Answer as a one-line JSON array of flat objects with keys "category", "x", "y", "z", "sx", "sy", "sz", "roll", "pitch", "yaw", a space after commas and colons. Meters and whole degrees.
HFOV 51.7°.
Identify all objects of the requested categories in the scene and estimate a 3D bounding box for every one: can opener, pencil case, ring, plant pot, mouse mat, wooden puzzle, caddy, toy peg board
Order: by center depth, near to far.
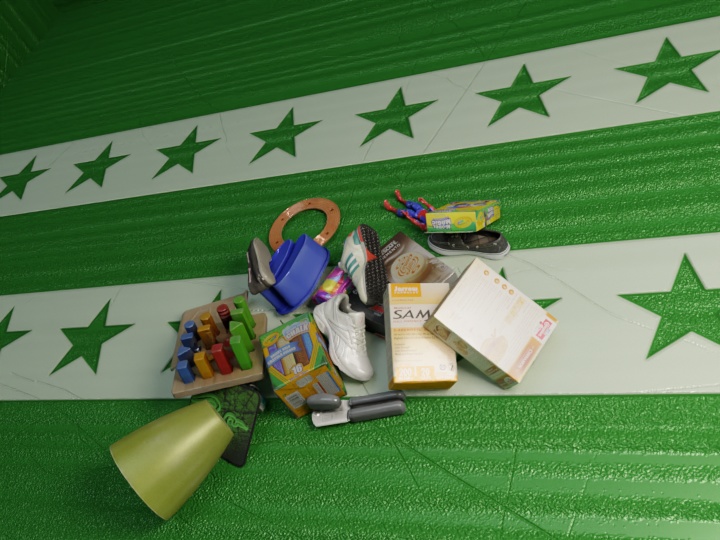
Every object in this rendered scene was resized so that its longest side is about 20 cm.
[{"category": "can opener", "x": -0.009, "y": 0.271, "z": 1.477, "sx": 0.200, "sy": 0.066, "sz": 0.053, "roll": -9, "pitch": 48, "yaw": 13}, {"category": "plant pot", "x": -0.361, "y": 0.359, "z": 1.490, "sx": 0.200, "sy": 0.187, "sz": 0.187, "roll": -39, "pitch": 44, "yaw": -13}, {"category": "mouse mat", "x": -0.296, "y": 0.307, "z": 1.568, "sx": 0.200, "sy": 0.008, "sz": 0.161, "roll": 14, "pitch": 91, "yaw": 37}, {"category": "toy peg board", "x": -0.312, "y": 0.152, "z": 1.599, "sx": 0.199, "sy": 0.098, "sz": 0.200, "roll": -13, "pitch": 36, "yaw": 5}, {"category": "pencil case", "x": -0.027, "y": 0.016, "z": 1.700, "sx": 0.088, "sy": 0.088, "sz": 0.200, "roll": 15, "pitch": 59, "yaw": 36}, {"category": "caddy", "x": -0.151, "y": 0.011, "z": 1.756, "sx": 0.141, "sy": 0.105, "sz": 0.200, "roll": -15, "pitch": 40, "yaw": 49}, {"category": "wooden puzzle", "x": -0.351, "y": 0.149, "z": 1.768, "sx": 0.200, "sy": 0.046, "sz": 0.185, "roll": -21, "pitch": 39, "yaw": 16}, {"category": "ring", "x": -0.143, "y": -0.110, "z": 1.919, "sx": 0.200, "sy": 0.019, "sz": 0.200, "roll": -14, "pitch": 46, "yaw": 14}]

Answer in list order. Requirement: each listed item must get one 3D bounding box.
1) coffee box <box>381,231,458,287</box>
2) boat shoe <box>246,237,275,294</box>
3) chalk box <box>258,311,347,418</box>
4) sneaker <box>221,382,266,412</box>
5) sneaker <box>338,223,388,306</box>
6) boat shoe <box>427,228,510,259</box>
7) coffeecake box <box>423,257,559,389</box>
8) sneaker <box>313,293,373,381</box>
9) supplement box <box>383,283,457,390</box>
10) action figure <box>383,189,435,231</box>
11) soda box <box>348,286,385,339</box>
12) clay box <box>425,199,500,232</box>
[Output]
[{"category": "coffee box", "x": 0.116, "y": 0.015, "z": 1.628, "sx": 0.114, "sy": 0.080, "sz": 0.200, "roll": -40, "pitch": 45, "yaw": -10}, {"category": "boat shoe", "x": -0.243, "y": -0.013, "z": 1.730, "sx": 0.057, "sy": 0.067, "sz": 0.200, "roll": -37, "pitch": 31, "yaw": 9}, {"category": "chalk box", "x": -0.126, "y": 0.183, "z": 1.569, "sx": 0.124, "sy": 0.125, "sz": 0.200, "roll": -26, "pitch": 45, "yaw": 3}, {"category": "sneaker", "x": -0.266, "y": 0.242, "z": 1.625, "sx": 0.200, "sy": 0.071, "sz": 0.080, "roll": 21, "pitch": 66, "yaw": 40}, {"category": "sneaker", "x": 0.000, "y": -0.001, "z": 1.619, "sx": 0.093, "sy": 0.070, "sz": 0.200, "roll": -34, "pitch": 51, "yaw": 37}, {"category": "boat shoe", "x": 0.238, "y": -0.071, "z": 1.660, "sx": 0.200, "sy": 0.057, "sz": 0.069, "roll": 9, "pitch": 55, "yaw": 33}, {"category": "coffeecake box", "x": 0.248, "y": 0.101, "z": 1.410, "sx": 0.200, "sy": 0.073, "sz": 0.154, "roll": 38, "pitch": 67, "yaw": 3}, {"category": "sneaker", "x": -0.022, "y": 0.133, "z": 1.545, "sx": 0.099, "sy": 0.078, "sz": 0.200, "roll": -43, "pitch": 67, "yaw": 28}, {"category": "supplement box", "x": 0.115, "y": 0.128, "z": 1.454, "sx": 0.126, "sy": 0.074, "sz": 0.200, "roll": -1, "pitch": 69, "yaw": -7}, {"category": "action figure", "x": 0.135, "y": -0.139, "z": 1.778, "sx": 0.065, "sy": 0.052, "sz": 0.200, "roll": -39, "pitch": 44, "yaw": -17}, {"category": "soda box", "x": 0.055, "y": 0.104, "z": 1.585, "sx": 0.200, "sy": 0.071, "sz": 0.063, "roll": 21, "pitch": 62, "yaw": 38}, {"category": "clay box", "x": 0.224, "y": -0.119, "z": 1.640, "sx": 0.115, "sy": 0.048, "sz": 0.200, "roll": 0, "pitch": 12, "yaw": 27}]
